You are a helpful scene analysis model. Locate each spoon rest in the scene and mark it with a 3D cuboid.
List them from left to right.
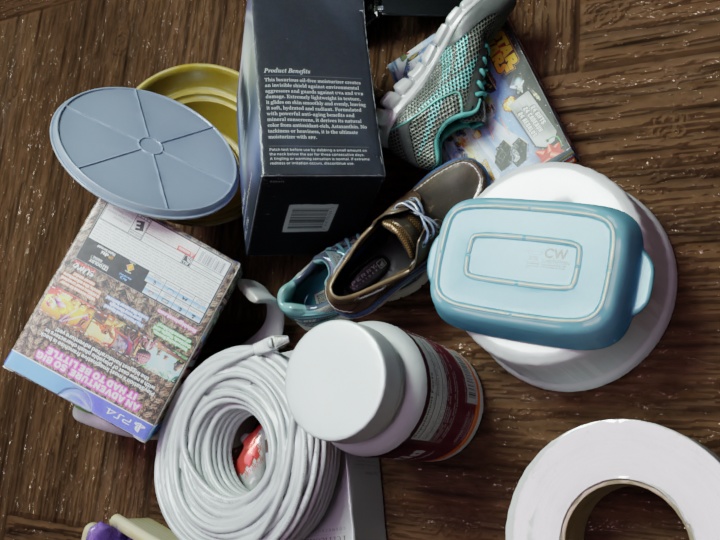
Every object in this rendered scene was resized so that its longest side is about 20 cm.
[{"bbox_3d":[-0.129,0.104,0.900,0.099,0.060,0.202,42,121,38],"label":"spoon rest"}]

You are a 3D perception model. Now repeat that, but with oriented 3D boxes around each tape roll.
[{"bbox_3d":[0.223,0.225,0.664,0.200,0.071,0.206,-9,72,28],"label":"tape roll"}]

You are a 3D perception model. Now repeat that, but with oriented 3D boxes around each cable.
[{"bbox_3d":[-0.111,0.174,0.791,0.198,0.069,0.203,-13,72,30],"label":"cable"}]

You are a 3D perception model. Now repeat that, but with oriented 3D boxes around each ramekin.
[{"bbox_3d":[0.174,0.002,0.736,0.198,0.097,0.204,-8,73,28],"label":"ramekin"}]

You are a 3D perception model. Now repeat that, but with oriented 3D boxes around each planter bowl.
[{"bbox_3d":[-0.187,-0.134,0.969,0.197,0.084,0.203,2,72,-6],"label":"planter bowl"}]

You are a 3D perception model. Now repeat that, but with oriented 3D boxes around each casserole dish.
[{"bbox_3d":[0.138,-0.004,0.679,0.198,0.039,0.123,8,81,31],"label":"casserole dish"}]

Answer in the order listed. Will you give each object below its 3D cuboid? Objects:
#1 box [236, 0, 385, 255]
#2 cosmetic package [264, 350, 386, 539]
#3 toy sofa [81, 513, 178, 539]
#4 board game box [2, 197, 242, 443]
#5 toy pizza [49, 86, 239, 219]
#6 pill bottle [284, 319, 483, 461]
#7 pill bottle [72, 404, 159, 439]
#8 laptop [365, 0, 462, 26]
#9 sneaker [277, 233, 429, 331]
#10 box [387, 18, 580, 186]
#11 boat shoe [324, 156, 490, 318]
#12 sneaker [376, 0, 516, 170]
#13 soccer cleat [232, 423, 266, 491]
[{"bbox_3d":[-0.062,-0.142,0.839,0.121,0.200,0.201,-1,70,-13],"label":"box"},{"bbox_3d":[-0.039,0.182,0.826,0.101,0.074,0.203,-16,68,26],"label":"cosmetic package"},{"bbox_3d":[-0.267,0.377,0.892,0.082,0.097,0.203,15,84,32],"label":"toy sofa"},{"bbox_3d":[-0.238,0.048,0.852,0.158,0.097,0.202,29,82,-3],"label":"board game box"},{"bbox_3d":[-0.224,-0.120,0.861,0.201,0.198,0.032,57,134,28],"label":"toy pizza"},{"bbox_3d":[0.025,0.110,0.732,0.113,0.199,0.116,-8,72,28],"label":"pill bottle"},{"bbox_3d":[-0.252,0.084,0.953,0.110,0.111,0.203,11,82,31],"label":"pill bottle"},{"bbox_3d":[0.044,-0.349,0.958,0.199,0.102,0.180,-18,65,52],"label":"laptop"},{"bbox_3d":[0.000,0.000,0.844,0.199,0.086,0.078,-36,63,17],"label":"sneaker"},{"bbox_3d":[0.122,-0.165,0.845,0.136,0.040,0.202,-29,64,22],"label":"box"},{"bbox_3d":[0.047,-0.031,0.772,0.072,0.072,0.200,43,90,10],"label":"boat shoe"},{"bbox_3d":[0.098,-0.184,0.809,0.091,0.077,0.201,40,100,13],"label":"sneaker"},{"bbox_3d":[-0.105,0.256,0.853,0.084,0.069,0.203,16,86,20],"label":"soccer cleat"}]
